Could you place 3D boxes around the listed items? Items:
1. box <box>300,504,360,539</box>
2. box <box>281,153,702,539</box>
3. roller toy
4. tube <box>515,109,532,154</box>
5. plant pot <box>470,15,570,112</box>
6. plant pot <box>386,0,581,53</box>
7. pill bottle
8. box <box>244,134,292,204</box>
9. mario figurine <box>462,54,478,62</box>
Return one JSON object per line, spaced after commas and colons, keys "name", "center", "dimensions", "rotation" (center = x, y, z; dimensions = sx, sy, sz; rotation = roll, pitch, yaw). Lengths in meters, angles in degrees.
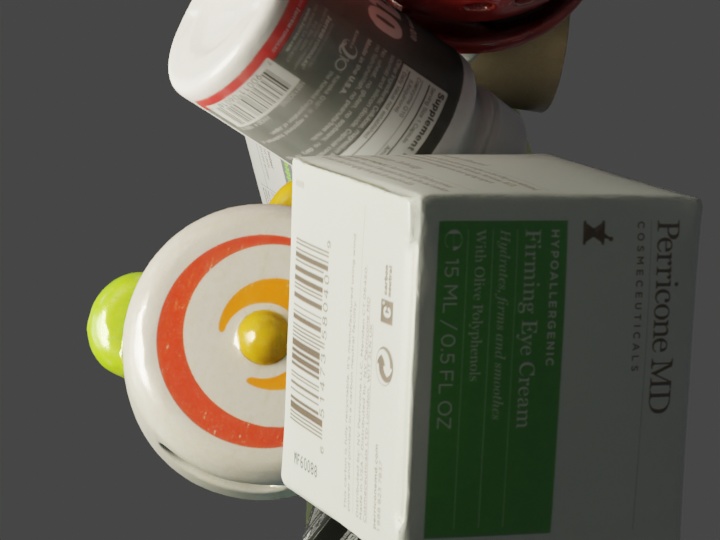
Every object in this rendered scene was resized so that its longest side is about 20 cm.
{"name": "box", "center": [0.024, 0.113, 1.748], "dimensions": [0.200, 0.044, 0.160], "rotation": [-55, 10, 53]}
{"name": "box", "center": [0.067, 0.043, 1.383], "dimensions": [0.200, 0.171, 0.199], "rotation": [-156, 67, -67]}
{"name": "roller toy", "center": [-0.061, 0.052, 1.626], "dimensions": [0.183, 0.200, 0.140], "rotation": [63, 171, 8]}
{"name": "tube", "center": [0.089, -0.126, 1.854], "dimensions": [0.200, 0.058, 0.052], "rotation": [-100, 4, -66]}
{"name": "plant pot", "center": [0.034, -0.206, 1.753], "dimensions": [0.187, 0.200, 0.187], "rotation": [-179, 90, -84]}
{"name": "plant pot", "center": [0.064, -0.240, 1.506], "dimensions": [0.183, 0.200, 0.201], "rotation": [99, 171, -66]}
{"name": "pill bottle", "center": [-0.004, -0.105, 1.491], "dimensions": [0.114, 0.200, 0.114], "rotation": [-40, 32, 32]}
{"name": "box", "center": [-0.009, -0.064, 1.688], "dimensions": [0.200, 0.041, 0.156], "rotation": [31, 144, 47]}
{"name": "mario figurine", "center": [0.040, -0.210, 1.618], "dimensions": [0.123, 0.106, 0.200], "rotation": [25, 74, 46]}
